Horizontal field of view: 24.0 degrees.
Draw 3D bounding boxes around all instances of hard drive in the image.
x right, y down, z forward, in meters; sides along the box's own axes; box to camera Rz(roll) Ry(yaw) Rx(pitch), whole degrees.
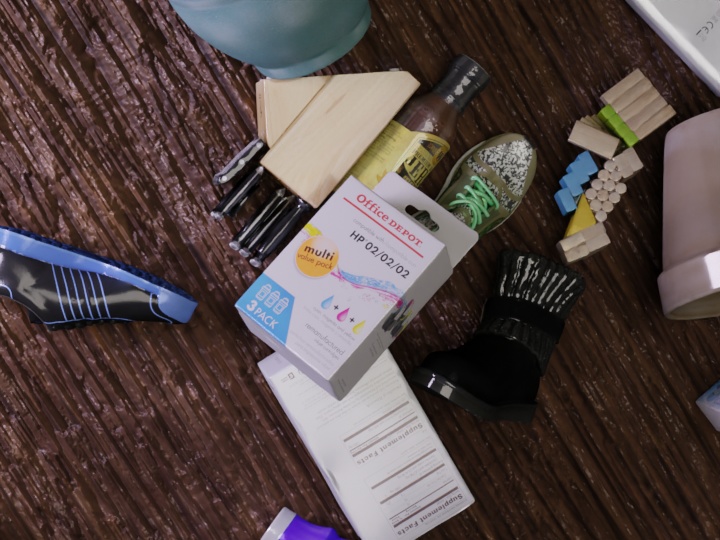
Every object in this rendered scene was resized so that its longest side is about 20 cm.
[{"bbox_3d":[0.329,-0.287,1.654,0.200,0.027,0.132,44,86,-10],"label":"hard drive"}]

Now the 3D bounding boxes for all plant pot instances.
[{"bbox_3d":[0.367,-0.060,1.607,0.200,0.200,0.174,-9,78,-9],"label":"plant pot"},{"bbox_3d":[-0.070,-0.258,1.517,0.200,0.200,0.134,-35,125,-6],"label":"plant pot"}]

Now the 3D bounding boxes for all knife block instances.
[{"bbox_3d":[-0.042,-0.095,1.582,0.200,0.064,0.176,-5,95,-10],"label":"knife block"}]

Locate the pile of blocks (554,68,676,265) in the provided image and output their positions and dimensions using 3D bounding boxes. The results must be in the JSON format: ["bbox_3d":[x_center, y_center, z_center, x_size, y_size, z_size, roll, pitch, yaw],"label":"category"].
[{"bbox_3d":[0.229,-0.096,1.635,0.082,0.062,0.200,27,81,2],"label":"pile of blocks"}]

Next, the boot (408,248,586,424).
[{"bbox_3d":[0.128,0.054,1.570,0.079,0.211,0.158,23,94,26],"label":"boot"}]

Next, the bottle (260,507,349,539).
[{"bbox_3d":[-0.004,0.299,1.597,0.200,0.084,0.065,35,113,5],"label":"bottle"}]

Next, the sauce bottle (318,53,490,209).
[{"bbox_3d":[0.045,-0.117,1.595,0.065,0.065,0.200,39,88,-10],"label":"sauce bottle"}]

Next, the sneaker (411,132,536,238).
[{"bbox_3d":[0.098,-0.051,1.596,0.200,0.089,0.077,-46,99,-5],"label":"sneaker"}]

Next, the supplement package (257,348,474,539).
[{"bbox_3d":[0.004,0.150,1.580,0.109,0.114,0.200,-31,99,-6],"label":"supplement package"}]

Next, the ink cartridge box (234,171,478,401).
[{"bbox_3d":[0.000,0.000,1.497,0.115,0.068,0.200,37,78,20],"label":"ink cartridge box"}]

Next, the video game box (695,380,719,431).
[{"bbox_3d":[0.433,0.099,1.607,0.182,0.200,0.047,-36,100,-5],"label":"video game box"}]

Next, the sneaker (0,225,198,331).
[{"bbox_3d":[-0.253,0.024,1.554,0.200,0.070,0.078,19,94,-4],"label":"sneaker"}]
